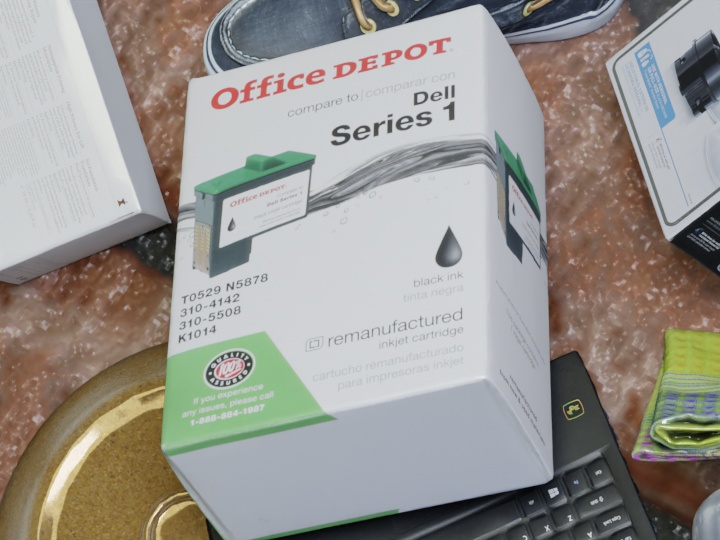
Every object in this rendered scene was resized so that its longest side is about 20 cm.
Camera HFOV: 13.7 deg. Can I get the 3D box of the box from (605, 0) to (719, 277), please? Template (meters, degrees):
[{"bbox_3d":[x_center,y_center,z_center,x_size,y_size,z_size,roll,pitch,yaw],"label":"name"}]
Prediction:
[{"bbox_3d":[0.204,-0.096,1.232,0.200,0.060,0.117,-38,41,25],"label":"box"}]

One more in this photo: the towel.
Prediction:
[{"bbox_3d":[0.214,0.043,1.207,0.199,0.144,0.023,-4,105,13],"label":"towel"}]

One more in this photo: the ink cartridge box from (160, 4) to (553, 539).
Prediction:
[{"bbox_3d":[0.000,0.000,1.252,0.145,0.084,0.201,-13,50,17],"label":"ink cartridge box"}]

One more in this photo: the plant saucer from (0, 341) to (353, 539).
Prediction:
[{"bbox_3d":[-0.070,0.118,1.291,0.199,0.035,0.201,-4,70,11],"label":"plant saucer"}]

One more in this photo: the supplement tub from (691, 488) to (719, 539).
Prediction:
[{"bbox_3d":[0.196,0.183,1.163,0.122,0.123,0.201,-6,69,10],"label":"supplement tub"}]

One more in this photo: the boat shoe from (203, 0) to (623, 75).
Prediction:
[{"bbox_3d":[0.018,-0.131,1.330,0.199,0.091,0.071,-14,68,7],"label":"boat shoe"}]

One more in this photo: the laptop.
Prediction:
[{"bbox_3d":[0.033,0.134,1.178,0.176,0.103,0.201,-24,63,5],"label":"laptop"}]

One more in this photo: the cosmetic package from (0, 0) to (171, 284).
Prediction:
[{"bbox_3d":[-0.158,-0.102,1.358,0.082,0.051,0.201,-21,79,14],"label":"cosmetic package"}]
